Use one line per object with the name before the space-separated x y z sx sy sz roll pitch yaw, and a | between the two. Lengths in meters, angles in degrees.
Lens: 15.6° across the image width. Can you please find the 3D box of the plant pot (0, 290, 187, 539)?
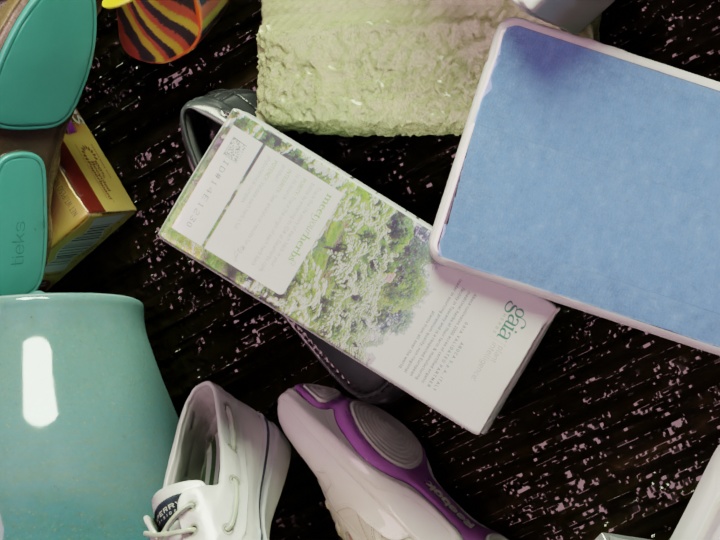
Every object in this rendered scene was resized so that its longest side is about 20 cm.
plant pot | -0.183 0.112 1.476 0.199 0.200 0.189 -8 83 30

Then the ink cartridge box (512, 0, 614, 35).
ink cartridge box | 0.124 -0.239 1.314 0.200 0.083 0.146 -42 73 14

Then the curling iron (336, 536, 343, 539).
curling iron | -0.065 0.218 1.503 0.050 0.026 0.200 49 114 15

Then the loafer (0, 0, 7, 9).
loafer | -0.247 -0.147 1.533 0.199 0.063 0.072 -17 56 17

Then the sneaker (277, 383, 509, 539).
sneaker | 0.012 0.148 1.426 0.200 0.075 0.100 47 113 20

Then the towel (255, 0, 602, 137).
towel | 0.035 -0.142 1.409 0.199 0.036 0.150 -1 88 21

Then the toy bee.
toy bee | -0.104 -0.194 1.428 0.108 0.200 0.132 11 65 28

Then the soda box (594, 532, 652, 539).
soda box | 0.099 0.226 1.366 0.200 0.063 0.068 -50 46 29

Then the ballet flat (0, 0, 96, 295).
ballet flat | -0.197 -0.082 1.481 0.072 0.067 0.201 33 120 50

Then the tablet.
tablet | 0.145 -0.037 1.322 0.199 0.014 0.131 18 96 1

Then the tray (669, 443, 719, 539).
tray | 0.237 0.182 1.328 0.199 0.022 0.108 33 107 24

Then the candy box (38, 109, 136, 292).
candy box | -0.240 -0.023 1.574 0.200 0.056 0.117 -40 74 27

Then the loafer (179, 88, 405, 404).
loafer | -0.038 -0.012 1.448 0.068 0.070 0.201 -39 74 26

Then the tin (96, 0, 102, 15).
tin | -0.237 -0.193 1.574 0.199 0.042 0.113 11 103 29

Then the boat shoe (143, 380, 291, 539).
boat shoe | -0.087 0.141 1.388 0.073 0.201 0.067 -34 117 24

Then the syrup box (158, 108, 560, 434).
syrup box | 0.000 0.000 1.374 0.199 0.081 0.079 31 92 -1
